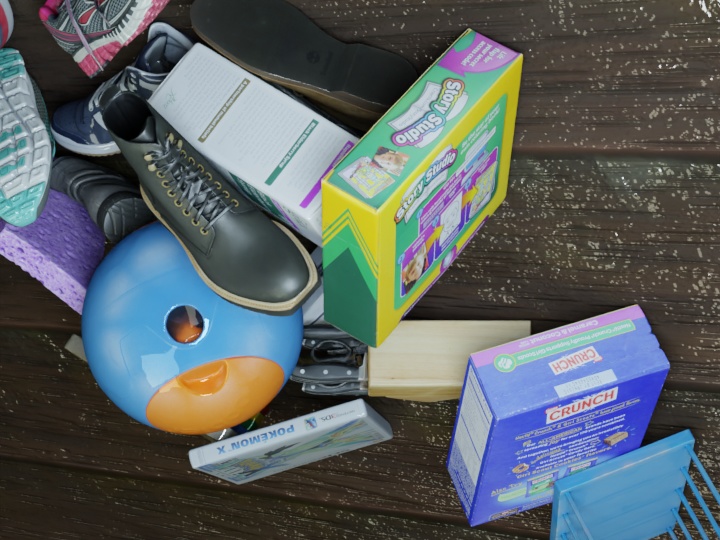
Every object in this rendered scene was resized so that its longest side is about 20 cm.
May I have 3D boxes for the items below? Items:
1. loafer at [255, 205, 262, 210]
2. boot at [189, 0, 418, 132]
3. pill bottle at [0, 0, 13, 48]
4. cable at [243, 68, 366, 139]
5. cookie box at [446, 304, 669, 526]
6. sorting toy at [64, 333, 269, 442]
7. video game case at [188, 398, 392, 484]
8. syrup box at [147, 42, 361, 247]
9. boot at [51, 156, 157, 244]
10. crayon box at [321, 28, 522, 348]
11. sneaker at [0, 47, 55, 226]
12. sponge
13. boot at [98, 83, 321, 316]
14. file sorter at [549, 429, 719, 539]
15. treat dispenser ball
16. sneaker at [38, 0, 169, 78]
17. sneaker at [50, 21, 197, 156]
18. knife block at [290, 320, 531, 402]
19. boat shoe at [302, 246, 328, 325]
[{"bbox_3d":[-0.096,-0.080,1.487,0.070,0.070,0.200,14,168,-22],"label":"loafer"},{"bbox_3d":[-0.053,-0.168,1.357,0.200,0.074,0.075,25,155,2],"label":"boot"},{"bbox_3d":[-0.415,-0.188,1.470,0.120,0.200,0.120,20,144,15],"label":"pill bottle"},{"bbox_3d":[-0.024,-0.106,1.401,0.200,0.050,0.097,30,-169,-8],"label":"cable"},{"bbox_3d":[0.176,0.135,1.484,0.171,0.075,0.200,-15,146,-15],"label":"cookie box"},{"bbox_3d":[-0.196,0.121,1.759,0.199,0.070,0.200,30,171,12],"label":"sorting toy"},{"bbox_3d":[-0.067,0.180,1.686,0.182,0.022,0.200,-17,165,5],"label":"video game case"},{"bbox_3d":[-0.076,-0.100,1.340,0.200,0.081,0.079,34,172,30],"label":"syrup box"},{"bbox_3d":[-0.205,-0.055,1.605,0.200,0.070,0.132,31,-177,-45],"label":"boot"},{"bbox_3d":[0.048,-0.065,1.290,0.058,0.200,0.173,28,147,21],"label":"crayon box"},{"bbox_3d":[-0.315,-0.116,1.533,0.078,0.200,0.091,-19,145,9],"label":"sneaker"},{"bbox_3d":[-0.298,-0.047,1.578,0.112,0.200,0.030,39,110,-24],"label":"sponge"},{"bbox_3d":[-0.126,-0.054,1.276,0.200,0.077,0.138,34,165,31],"label":"boot"},{"bbox_3d":[0.269,0.270,1.557,0.139,0.123,0.200,-19,148,-8],"label":"file sorter"},{"bbox_3d":[-0.152,0.049,1.477,0.201,0.201,0.201,19,144,15],"label":"treat dispenser ball"},{"bbox_3d":[-0.212,-0.230,1.379,0.075,0.081,0.200,43,144,-15],"label":"sneaker"},{"bbox_3d":[-0.209,-0.163,1.466,0.200,0.070,0.109,1,142,25],"label":"sneaker"},{"bbox_3d":[0.038,0.082,1.531,0.175,0.064,0.200,11,164,-43],"label":"knife block"},{"bbox_3d":[0.000,0.000,1.531,0.066,0.072,0.200,11,141,-35],"label":"boat shoe"}]
